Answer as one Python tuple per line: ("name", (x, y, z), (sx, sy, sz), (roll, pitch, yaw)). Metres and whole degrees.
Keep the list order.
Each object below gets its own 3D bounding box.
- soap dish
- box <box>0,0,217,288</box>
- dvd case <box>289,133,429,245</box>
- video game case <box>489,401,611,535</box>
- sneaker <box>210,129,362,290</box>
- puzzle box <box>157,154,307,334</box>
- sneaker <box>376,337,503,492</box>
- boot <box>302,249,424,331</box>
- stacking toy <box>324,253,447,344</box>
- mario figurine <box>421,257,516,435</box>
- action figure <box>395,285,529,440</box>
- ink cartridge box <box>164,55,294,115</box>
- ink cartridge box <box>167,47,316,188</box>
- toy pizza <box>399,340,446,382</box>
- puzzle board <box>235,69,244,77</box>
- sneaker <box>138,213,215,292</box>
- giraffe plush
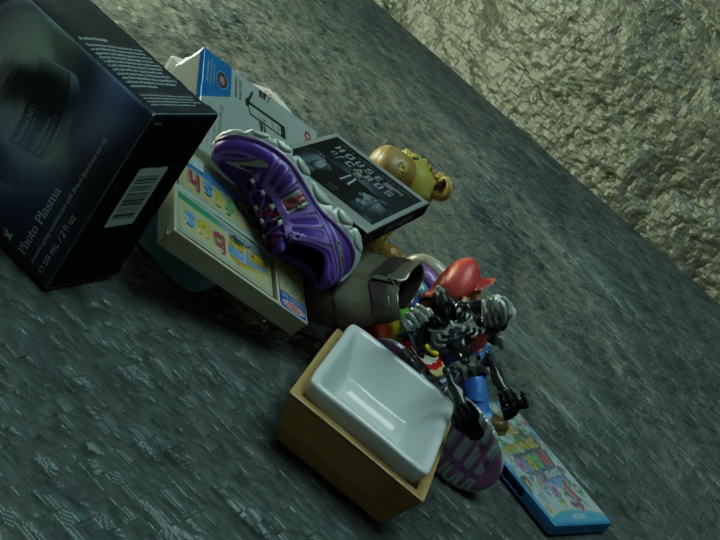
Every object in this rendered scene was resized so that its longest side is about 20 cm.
("soap dish", (0.006, 0.147, 1.208), (0.157, 0.082, 0.200), (38, 18, 0))
("box", (-0.276, -0.126, 1.140), (0.198, 0.201, 0.123), (41, 20, 14))
("dvd case", (-0.015, -0.097, 1.423), (0.150, 0.025, 0.200), (38, 24, 11))
("video game case", (0.200, 0.231, 1.467), (0.142, 0.018, 0.200), (14, 31, -52))
("sneaker", (-0.082, -0.063, 1.283), (0.200, 0.080, 0.084), (45, 52, -7))
("puzzle box", (-0.131, -0.033, 1.271), (0.199, 0.025, 0.134), (37, 32, -39))
("sneaker", (0.078, 0.154, 1.347), (0.200, 0.081, 0.088), (45, 1, 9))
("boot", (0.000, 0.000, 1.377), (0.144, 0.071, 0.201), (0, 39, 18))
("stacking toy", (0.026, 0.053, 1.420), (0.085, 0.086, 0.199), (43, 41, 15))
("mario figurine", (0.137, 0.086, 1.400), (0.105, 0.122, 0.204), (-2, 85, -58))
("action figure", (0.104, 0.069, 1.267), (0.201, 0.117, 0.103), (-114, -169, -45))
("ink cartridge box", (-0.171, -0.193, 1.663), (0.199, 0.083, 0.147), (11, 33, -52))
("ink cartridge box", (-0.143, -0.138, 1.438), (0.199, 0.084, 0.148), (32, 46, -40))
("toy pizza", (0.037, 0.064, 1.531), (0.199, 0.032, 0.201), (34, 20, -13))
("puzzle board", (-0.136, -0.143, 1.542), (0.151, 0.017, 0.201), (50, 35, -24))
("sneaker", (-0.195, -0.064, 1.337), (0.201, 0.079, 0.130), (52, 23, 11))
("giraffe plush", (0.031, -0.086, 1.582), (0.172, 0.162, 0.200), (44, 1, 21))
